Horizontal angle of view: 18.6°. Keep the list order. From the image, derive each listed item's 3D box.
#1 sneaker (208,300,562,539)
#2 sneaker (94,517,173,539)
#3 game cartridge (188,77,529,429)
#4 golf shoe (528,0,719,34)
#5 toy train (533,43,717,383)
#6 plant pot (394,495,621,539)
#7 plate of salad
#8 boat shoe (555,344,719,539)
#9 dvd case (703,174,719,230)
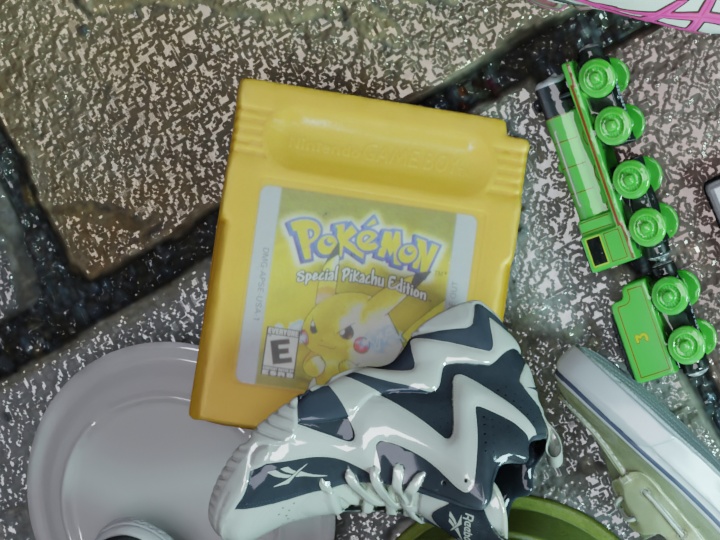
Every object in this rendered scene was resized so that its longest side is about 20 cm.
[{"bbox_3d":[0.024,0.120,1.214,0.198,0.080,0.130,-30,63,-13],"label":"sneaker"},{"bbox_3d":[-0.168,0.247,1.302,0.075,0.114,0.201,24,122,10],"label":"sneaker"},{"bbox_3d":[0.000,0.000,1.285,0.175,0.032,0.202,8,91,-4],"label":"game cartridge"},{"bbox_3d":[0.171,-0.172,1.235,0.198,0.092,0.073,3,93,11],"label":"golf shoe"},{"bbox_3d":[0.152,-0.031,1.276,0.056,0.042,0.201,-19,89,24],"label":"toy train"},{"bbox_3d":[0.070,0.241,1.233,0.198,0.190,0.202,1,95,13],"label":"plant pot"},{"bbox_3d":[-0.108,0.139,1.340,0.198,0.048,0.202,4,103,16],"label":"plate of salad"},{"bbox_3d":[0.178,0.128,1.262,0.200,0.072,0.062,45,99,4],"label":"boat shoe"},{"bbox_3d":[0.312,-0.022,1.249,0.199,0.018,0.144,-23,89,13],"label":"dvd case"}]
